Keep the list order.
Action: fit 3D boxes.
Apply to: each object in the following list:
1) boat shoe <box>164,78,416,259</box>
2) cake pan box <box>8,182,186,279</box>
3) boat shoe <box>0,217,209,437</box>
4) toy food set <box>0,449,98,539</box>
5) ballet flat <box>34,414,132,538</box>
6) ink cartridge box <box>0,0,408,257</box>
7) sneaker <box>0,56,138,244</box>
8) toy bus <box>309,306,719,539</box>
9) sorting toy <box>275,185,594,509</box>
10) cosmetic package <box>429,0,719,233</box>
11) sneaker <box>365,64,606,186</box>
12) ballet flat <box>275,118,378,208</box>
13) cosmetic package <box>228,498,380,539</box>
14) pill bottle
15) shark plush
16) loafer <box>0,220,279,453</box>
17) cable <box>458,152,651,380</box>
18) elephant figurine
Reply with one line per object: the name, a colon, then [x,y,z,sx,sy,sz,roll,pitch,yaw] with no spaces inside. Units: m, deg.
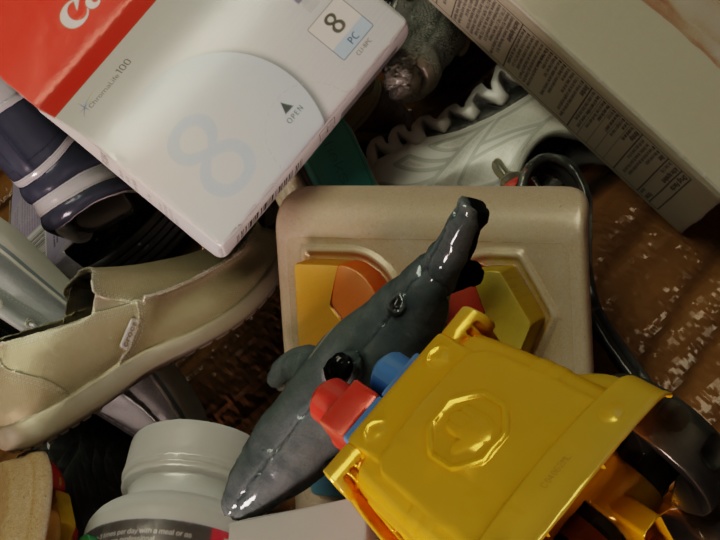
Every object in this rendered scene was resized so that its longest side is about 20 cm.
boat shoe: [-0.048,-0.040,1.110,0.200,0.072,0.072,-43,30,16]
cake pan box: [-0.146,-0.075,1.159,0.184,0.052,0.200,-42,31,18]
boat shoe: [-0.180,0.050,1.059,0.072,0.201,0.070,-50,0,-33]
toy food set: [-0.197,0.193,0.959,0.201,0.048,0.198,-65,19,9]
ballet flat: [-0.163,0.124,1.081,0.057,0.066,0.200,-63,33,34]
ink cartridge box: [-0.099,-0.130,0.976,0.200,0.047,0.160,39,80,0]
sneaker: [-0.152,-0.087,1.081,0.070,0.109,0.200,-33,5,31]
toy bus: [0.068,0.113,0.829,0.192,0.200,0.136,29,73,40]
sorting toy: [0.034,0.057,0.942,0.184,0.036,0.201,2,96,33]
cosmetic package: [0.136,-0.124,0.970,0.200,0.103,0.087,44,80,3]
sneaker: [0.060,-0.052,1.058,0.200,0.075,0.081,-34,57,8]
ballet flat: [0.000,0.000,1.026,0.062,0.067,0.201,-32,78,55]
cosmetic package: [-0.012,0.222,0.866,0.084,0.108,0.201,-16,49,22]
pill bottle: [-0.099,0.184,0.944,0.110,0.111,0.201,-10,53,25]
shark plush: [0.008,0.051,0.890,0.200,0.083,0.091,-40,77,32]
loafer: [-0.125,0.022,1.002,0.200,0.068,0.076,-35,13,-23]
cable: [0.111,0.017,0.976,0.097,0.050,0.200,-34,70,-9]
elephant figurine: [0.037,-0.174,1.110,0.141,0.155,0.200,36,72,17]
